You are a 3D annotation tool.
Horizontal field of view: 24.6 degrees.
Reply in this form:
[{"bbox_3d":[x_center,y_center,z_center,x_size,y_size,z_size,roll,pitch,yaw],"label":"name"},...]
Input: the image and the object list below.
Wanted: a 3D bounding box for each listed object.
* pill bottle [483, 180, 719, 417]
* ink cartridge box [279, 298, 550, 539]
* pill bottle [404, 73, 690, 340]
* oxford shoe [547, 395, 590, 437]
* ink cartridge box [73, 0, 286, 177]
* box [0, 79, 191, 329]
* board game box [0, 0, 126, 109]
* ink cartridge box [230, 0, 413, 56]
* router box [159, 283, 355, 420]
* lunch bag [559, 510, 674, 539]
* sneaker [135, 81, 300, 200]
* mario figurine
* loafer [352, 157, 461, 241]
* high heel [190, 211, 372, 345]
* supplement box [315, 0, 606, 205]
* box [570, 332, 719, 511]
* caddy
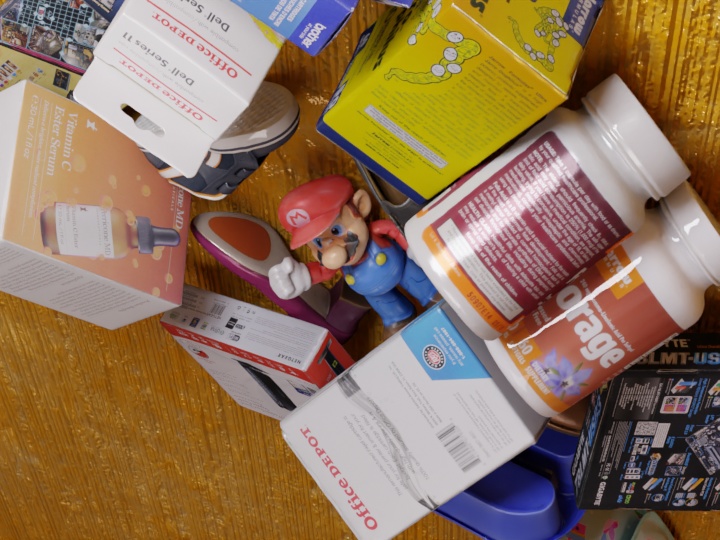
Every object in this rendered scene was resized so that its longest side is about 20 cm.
[{"bbox_3d":[0.200,0.019,1.316,0.199,0.113,0.112,-36,120,14],"label":"pill bottle"},{"bbox_3d":[0.050,0.133,1.483,0.199,0.084,0.146,-37,90,24],"label":"ink cartridge box"},{"bbox_3d":[0.142,-0.049,1.247,0.199,0.114,0.114,-38,120,10],"label":"pill bottle"},{"bbox_3d":[0.175,0.093,1.534,0.199,0.072,0.071,29,141,-4],"label":"oxford shoe"},{"bbox_3d":[-0.118,-0.182,1.233,0.117,0.201,0.067,34,145,-14],"label":"ink cartridge box"},{"bbox_3d":[-0.260,-0.054,1.483,0.106,0.154,0.199,-18,151,41],"label":"box"},{"bbox_3d":[-0.262,-0.191,1.461,0.135,0.035,0.199,40,144,-21],"label":"board game box"},{"bbox_3d":[-0.047,-0.249,1.155,0.199,0.137,0.076,33,151,-12],"label":"ink cartridge box"},{"bbox_3d":[-0.079,0.100,1.662,0.199,0.049,0.180,16,156,37],"label":"router box"},{"bbox_3d":[0.227,0.310,1.694,0.199,0.171,0.122,34,147,-6],"label":"lunch bag"},{"bbox_3d":[-0.112,-0.112,1.436,0.199,0.079,0.080,3,137,47],"label":"sneaker"},{"bbox_3d":[0.000,0.000,1.476,0.200,0.124,0.106,42,169,-32],"label":"mario figurine"},{"bbox_3d":[0.043,-0.058,1.339,0.073,0.072,0.201,-38,89,25],"label":"loafer"},{"bbox_3d":[-0.088,0.016,1.594,0.199,0.068,0.096,30,135,-13],"label":"high heel"},{"bbox_3d":[0.072,-0.155,1.230,0.109,0.109,0.200,35,145,-15],"label":"supplement box"},{"bbox_3d":[0.297,0.136,1.444,0.196,0.050,0.201,-1,136,-5],"label":"box"},{"bbox_3d":[0.129,0.182,1.599,0.199,0.142,0.105,27,157,18],"label":"caddy"}]
